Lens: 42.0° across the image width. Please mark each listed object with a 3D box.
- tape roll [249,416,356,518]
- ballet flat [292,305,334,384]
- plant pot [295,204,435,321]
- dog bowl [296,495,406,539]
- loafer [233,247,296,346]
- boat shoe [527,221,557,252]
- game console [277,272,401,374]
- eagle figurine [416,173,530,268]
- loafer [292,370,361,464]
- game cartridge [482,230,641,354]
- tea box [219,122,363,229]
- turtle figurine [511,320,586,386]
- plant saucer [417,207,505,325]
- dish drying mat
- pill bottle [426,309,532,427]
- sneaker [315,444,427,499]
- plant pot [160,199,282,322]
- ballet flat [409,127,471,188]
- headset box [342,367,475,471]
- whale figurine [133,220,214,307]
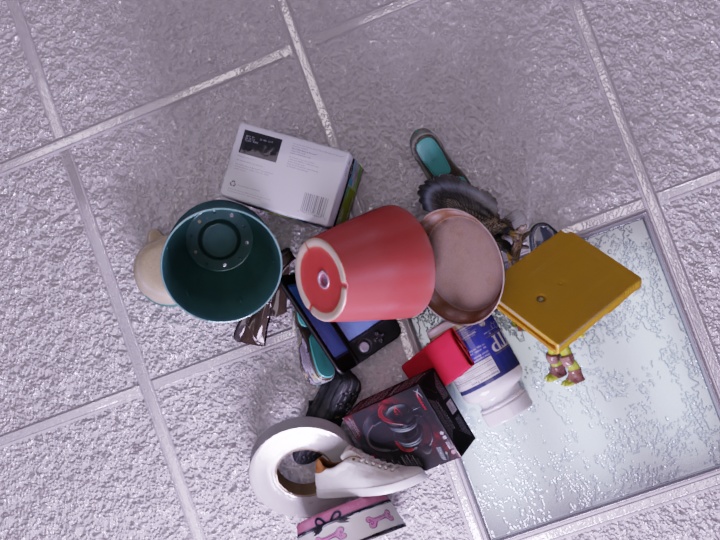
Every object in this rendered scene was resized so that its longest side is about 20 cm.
[{"bbox_3d":[-0.101,0.356,1.686,0.202,0.037,0.203,-2,116,-4],"label":"tape roll"},{"bbox_3d":[-0.097,0.116,1.712,0.072,0.072,0.201,-14,68,7],"label":"ballet flat"},{"bbox_3d":[0.000,0.000,1.586,0.200,0.177,0.201,18,114,47],"label":"plant pot"},{"bbox_3d":[-0.024,0.451,1.645,0.200,0.200,0.074,-23,74,7],"label":"dog bowl"},{"bbox_3d":[-0.163,0.053,1.730,0.071,0.073,0.200,27,101,2],"label":"loafer"},{"bbox_3d":[0.350,0.007,1.658,0.075,0.062,0.201,-17,87,7],"label":"boat shoe"},{"bbox_3d":[-0.033,0.065,1.655,0.176,0.116,0.200,-32,85,-20],"label":"game console"},{"bbox_3d":[0.192,-0.072,1.645,0.200,0.151,0.152,18,71,21],"label":"eagle figurine"},{"bbox_3d":[-0.069,0.265,1.719,0.070,0.068,0.201,42,107,45],"label":"loafer"},{"bbox_3d":[0.335,0.030,1.561,0.200,0.032,0.176,-34,50,-20],"label":"game cartridge"},{"bbox_3d":[-0.116,-0.159,1.656,0.199,0.197,0.134,17,91,9],"label":"tea box"},{"bbox_3d":[0.334,0.116,1.642,0.064,0.200,0.162,-27,107,-36],"label":"turtle figurine"},{"bbox_3d":[0.166,-0.009,1.566,0.200,0.034,0.201,17,116,40],"label":"plant saucer"},{"bbox_3d":[0.134,0.165,1.634,0.018,0.200,0.077,-28,79,-30],"label":"dish drying mat"},{"bbox_3d":[0.214,0.167,1.647,0.120,0.120,0.200,-30,86,7],"label":"pill bottle"},{"bbox_3d":[0.013,0.342,1.613,0.199,0.073,0.085,-9,87,14],"label":"sneaker"},{"bbox_3d":[-0.242,-0.032,1.617,0.200,0.161,0.201,-3,109,-9],"label":"plant pot"},{"bbox_3d":[0.151,-0.171,1.683,0.067,0.064,0.200,-30,114,6],"label":"ballet flat"},{"bbox_3d":[0.077,0.281,1.650,0.200,0.075,0.149,-29,93,33],"label":"headset box"},{"bbox_3d":[-0.331,-0.021,1.748,0.159,0.104,0.200,34,70,7],"label":"whale figurine"}]
